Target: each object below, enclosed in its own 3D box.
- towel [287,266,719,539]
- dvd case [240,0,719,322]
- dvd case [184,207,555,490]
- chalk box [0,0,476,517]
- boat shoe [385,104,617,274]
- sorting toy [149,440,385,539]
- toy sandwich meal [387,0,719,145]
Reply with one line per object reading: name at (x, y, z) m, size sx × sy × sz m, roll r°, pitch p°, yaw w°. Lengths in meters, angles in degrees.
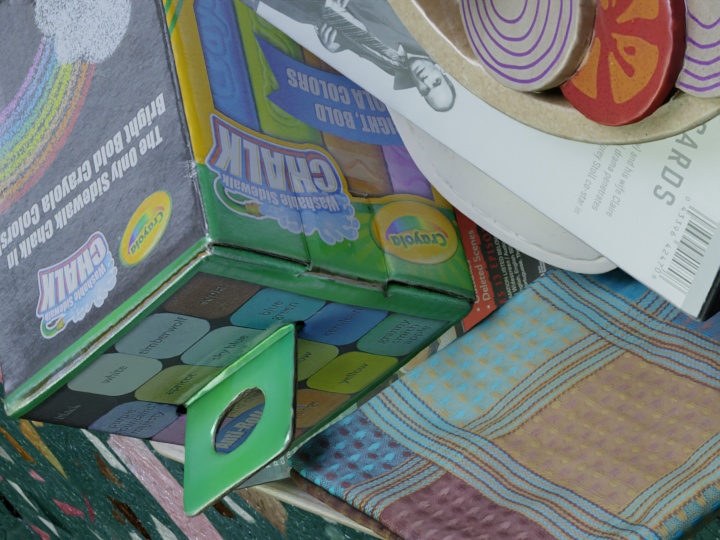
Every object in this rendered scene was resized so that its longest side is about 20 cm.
towel at (0.091, 0.035, 0.933) m, size 0.146 × 0.200 × 0.022 m, roll 25°, pitch 141°, yaw 49°
dvd case at (0.056, -0.098, 0.863) m, size 0.200 × 0.025 × 0.151 m, roll 36°, pitch 126°, yaw 22°
dvd case at (0.000, 0.000, 1.084) m, size 0.199 × 0.022 × 0.147 m, roll -16°, pitch 87°, yaw 33°
chalk box at (-0.049, -0.014, 0.986) m, size 0.124 × 0.123 × 0.201 m, roll -36°, pitch 55°, yaw 39°
boat shoe at (0.029, -0.085, 0.964) m, size 0.200 × 0.060 × 0.072 m, roll 44°, pitch 125°, yaw -2°
sorting toy at (0.032, 0.092, 1.213) m, size 0.184 × 0.037 × 0.200 m, roll 18°, pitch -178°, yaw 30°
toy sandwich meal at (0.041, -0.126, 0.790) m, size 0.205 × 0.070 × 0.206 m, roll 21°, pitch 122°, yaw 38°
